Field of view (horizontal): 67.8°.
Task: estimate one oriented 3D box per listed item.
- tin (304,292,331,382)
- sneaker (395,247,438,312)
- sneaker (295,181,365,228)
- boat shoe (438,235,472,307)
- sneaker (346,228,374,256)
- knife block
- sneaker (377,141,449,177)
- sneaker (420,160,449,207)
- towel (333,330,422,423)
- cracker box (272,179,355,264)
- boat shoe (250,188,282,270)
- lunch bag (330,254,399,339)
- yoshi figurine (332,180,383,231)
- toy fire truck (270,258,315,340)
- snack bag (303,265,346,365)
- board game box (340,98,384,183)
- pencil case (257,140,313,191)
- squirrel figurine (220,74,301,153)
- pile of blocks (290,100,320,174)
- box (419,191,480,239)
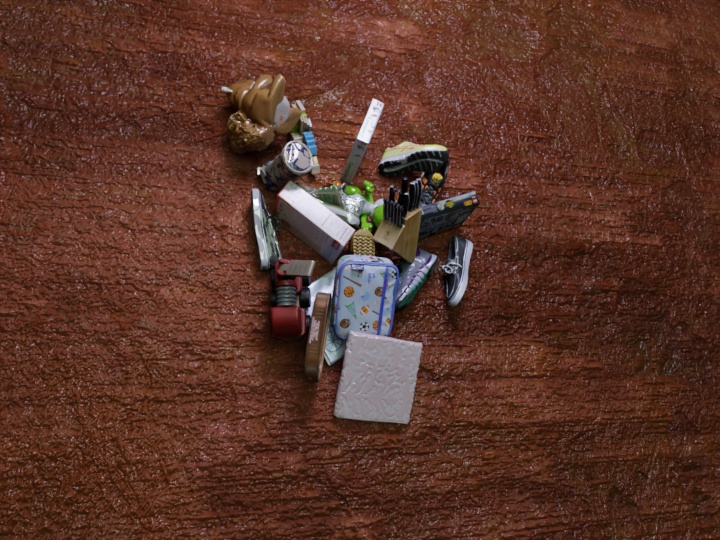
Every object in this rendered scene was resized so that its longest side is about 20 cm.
[{"bbox_3d":[-0.096,0.149,1.220,0.041,0.112,0.205,6,71,5],"label":"tin"},{"bbox_3d":[0.118,0.020,1.388,0.087,0.075,0.200,33,58,16],"label":"sneaker"},{"bbox_3d":[-0.070,-0.181,1.329,0.197,0.077,0.090,30,84,12],"label":"sneaker"},{"bbox_3d":[0.247,-0.004,1.420,0.067,0.074,0.203,23,67,-13],"label":"boat shoe"},{"bbox_3d":[0.000,0.000,1.332,0.073,0.090,0.205,5,93,-11],"label":"sneaker"},{"bbox_3d":[0.111,-0.128,1.305,0.063,0.199,0.178,30,91,29],"label":"knife block"},{"bbox_3d":[0.144,-0.319,1.457,0.195,0.079,0.092,-3,52,20],"label":"sneaker"},{"bbox_3d":[0.187,-0.226,1.466,0.069,0.090,0.203,29,66,-6],"label":"sneaker"},{"bbox_3d":[0.042,0.252,1.256,0.186,0.032,0.205,9,95,-15],"label":"towel"},{"bbox_3d":[-0.118,-0.115,1.312,0.199,0.134,0.058,38,66,-2],"label":"cracker box"},{"bbox_3d":[-0.230,-0.102,1.313,0.062,0.071,0.205,-8,83,-18],"label":"boat shoe"},{"bbox_3d":[0.013,0.062,1.256,0.156,0.076,0.205,5,105,-12],"label":"lunch bag"},{"bbox_3d":[0.015,-0.158,1.364,0.195,0.113,0.114,17,57,2],"label":"yoshi figurine"},{"bbox_3d":[-0.151,0.052,1.193,0.125,0.200,0.181,-2,75,2],"label":"toy fire truck"},{"bbox_3d":[-0.058,0.101,1.322,0.187,0.021,0.202,-32,81,-24],"label":"snack bag"},{"bbox_3d":[0.002,-0.329,1.384,0.034,0.200,0.128,22,66,-6],"label":"board game box"},{"bbox_3d":[-0.183,-0.250,1.299,0.088,0.199,0.080,-4,87,-27],"label":"pencil case"},{"bbox_3d":[-0.276,-0.396,1.341,0.184,0.141,0.203,27,84,24],"label":"squirrel figurine"},{"bbox_3d":[-0.160,-0.347,1.404,0.061,0.082,0.204,-14,77,-20],"label":"pile of blocks"},{"bbox_3d":[0.203,-0.137,1.416,0.196,0.137,0.041,-18,74,-21],"label":"box"}]
